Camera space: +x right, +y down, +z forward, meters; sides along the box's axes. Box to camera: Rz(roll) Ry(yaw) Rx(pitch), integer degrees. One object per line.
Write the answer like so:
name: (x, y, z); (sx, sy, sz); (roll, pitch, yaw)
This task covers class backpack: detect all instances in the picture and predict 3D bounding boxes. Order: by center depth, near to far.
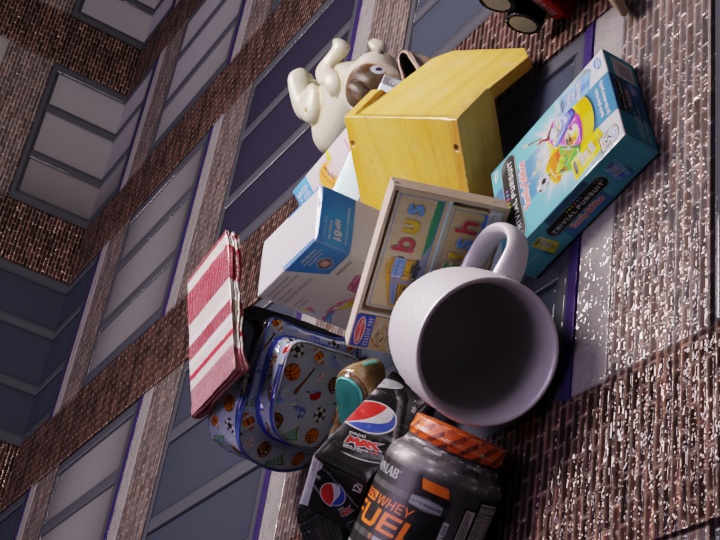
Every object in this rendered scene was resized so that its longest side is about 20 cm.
backpack: (-0.096, 0.159, 1.674); (0.154, 0.200, 0.191); (24, 93, 55)

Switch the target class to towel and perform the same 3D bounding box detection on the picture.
towel: (-0.181, 0.068, 1.650); (0.144, 0.023, 0.200); (-45, 42, 47)

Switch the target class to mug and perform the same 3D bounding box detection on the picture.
mug: (0.113, 0.045, 1.345); (0.200, 0.147, 0.175); (-66, 15, 1)

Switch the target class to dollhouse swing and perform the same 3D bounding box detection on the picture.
dollhouse swing: (0.115, -0.164, 1.623); (0.200, 0.176, 0.182); (8, 115, 48)

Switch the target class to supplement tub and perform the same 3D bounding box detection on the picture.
supplement tub: (0.060, 0.249, 1.287); (0.200, 0.122, 0.122); (-67, 22, -3)

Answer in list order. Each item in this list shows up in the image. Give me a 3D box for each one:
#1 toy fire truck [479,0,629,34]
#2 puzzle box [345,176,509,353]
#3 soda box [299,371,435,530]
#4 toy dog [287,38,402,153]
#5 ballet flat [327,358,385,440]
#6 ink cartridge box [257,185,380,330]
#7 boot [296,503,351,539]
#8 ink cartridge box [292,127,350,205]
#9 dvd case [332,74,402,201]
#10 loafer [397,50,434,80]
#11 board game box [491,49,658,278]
toy fire truck: (0.214, -0.349, 1.504); (0.200, 0.176, 0.129); (-4, 63, 49)
puzzle box: (0.070, 0.003, 1.433); (0.025, 0.133, 0.200); (-101, 24, -63)
soda box: (0.013, 0.185, 1.388); (0.200, 0.063, 0.071); (-41, -29, -57)
toy dog: (-0.007, -0.250, 1.933); (0.200, 0.139, 0.194); (-23, 60, 59)
ballet flat: (0.001, 0.179, 1.539); (0.072, 0.068, 0.200); (-34, -39, -40)
ink cartridge box: (0.000, 0.000, 1.577); (0.145, 0.200, 0.085); (-42, 36, 46)
boot: (0.000, 0.305, 1.427); (0.132, 0.070, 0.200); (-35, -58, -60)
ink cartridge box: (0.002, -0.123, 1.800); (0.200, 0.068, 0.115); (-47, 63, 40)
dvd case: (0.053, -0.140, 1.710); (0.146, 0.022, 0.200); (24, 88, 24)
loafer: (0.084, -0.234, 1.801); (0.072, 0.063, 0.200); (-53, 25, 30)
board game box: (0.220, -0.112, 1.394); (0.200, 0.047, 0.151); (-49, 27, 34)
